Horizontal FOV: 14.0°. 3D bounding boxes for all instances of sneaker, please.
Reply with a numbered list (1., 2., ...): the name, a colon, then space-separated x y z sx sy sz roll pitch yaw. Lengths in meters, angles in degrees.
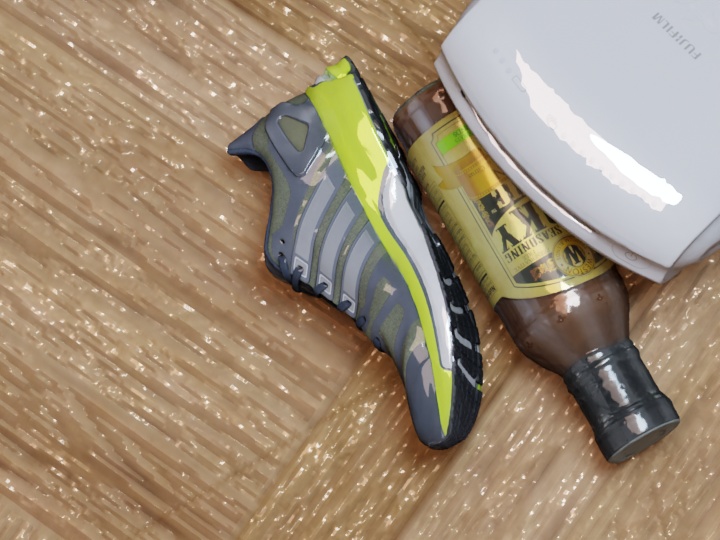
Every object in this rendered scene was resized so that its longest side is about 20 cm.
1. sneaker: 0.000 0.000 1.418 0.081 0.074 0.201 -25 68 9

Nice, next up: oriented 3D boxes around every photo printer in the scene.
1. photo printer: 0.146 -0.101 1.382 0.200 0.069 0.166 -40 78 -23

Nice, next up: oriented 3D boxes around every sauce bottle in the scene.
1. sauce bottle: 0.088 -0.003 1.404 0.065 0.065 0.200 -31 76 0
